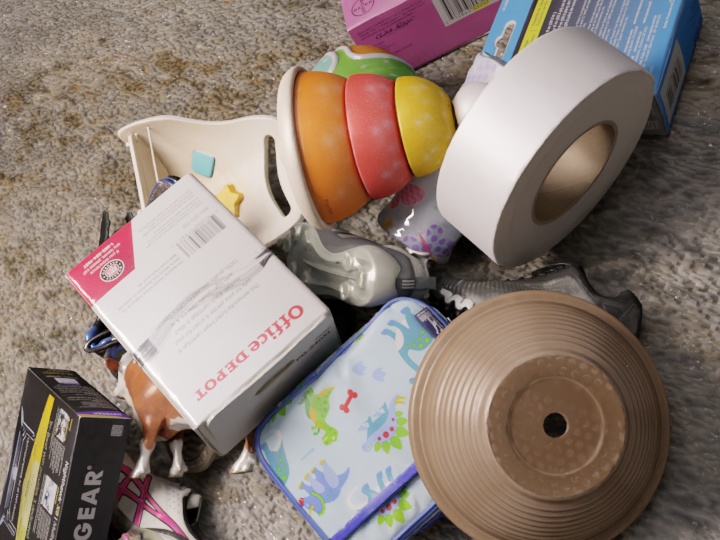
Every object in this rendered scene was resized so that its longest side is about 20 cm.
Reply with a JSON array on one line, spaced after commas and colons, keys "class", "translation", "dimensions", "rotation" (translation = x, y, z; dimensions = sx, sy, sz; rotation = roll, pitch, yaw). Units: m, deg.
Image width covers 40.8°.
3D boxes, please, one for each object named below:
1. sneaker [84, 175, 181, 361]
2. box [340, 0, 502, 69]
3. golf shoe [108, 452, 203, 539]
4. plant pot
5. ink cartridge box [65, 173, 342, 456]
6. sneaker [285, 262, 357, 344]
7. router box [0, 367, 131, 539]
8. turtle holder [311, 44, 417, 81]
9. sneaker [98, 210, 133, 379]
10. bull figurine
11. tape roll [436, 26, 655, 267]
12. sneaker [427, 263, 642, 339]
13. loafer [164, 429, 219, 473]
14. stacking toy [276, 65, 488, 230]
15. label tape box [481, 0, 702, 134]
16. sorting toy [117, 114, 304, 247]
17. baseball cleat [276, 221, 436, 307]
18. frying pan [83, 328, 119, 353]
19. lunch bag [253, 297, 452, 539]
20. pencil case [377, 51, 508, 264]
[{"class": "sneaker", "translation": [-0.211, 0.004, 0.950], "dimensions": [0.075, 0.078, 0.202], "rotation": [20, 96, 30]}, {"class": "box", "translation": [0.067, -0.347, 1.123], "dimensions": [0.174, 0.097, 0.202], "rotation": [-23, 50, 16]}, {"class": "golf shoe", "translation": [-0.198, 0.233, 0.922], "dimensions": [0.091, 0.073, 0.200], "rotation": [-20, 38, -23]}, {"class": "plant pot", "translation": [0.134, 0.112, 0.708], "dimensions": [0.198, 0.093, 0.204], "rotation": [0, 83, 2]}, {"class": "ink cartridge box", "translation": [-0.133, 0.036, 0.837], "dimensions": [0.145, 0.084, 0.200], "rotation": [-40, 64, -13]}, {"class": "sneaker", "translation": [-0.042, 0.069, 0.932], "dimensions": [0.104, 0.060, 0.200], "rotation": [-43, 44, 5]}, {"class": "router box", "translation": [-0.287, 0.210, 0.915], "dimensions": [0.157, 0.052, 0.202], "rotation": [20, 98, 53]}, {"class": "turtle holder", "translation": [-0.004, -0.149, 1.021], "dimensions": [0.139, 0.187, 0.132], "rotation": [-14, 45, -19]}, {"class": "sneaker", "translation": [-0.266, 0.026, 1.086], "dimensions": [0.104, 0.059, 0.202], "rotation": [161, 107, -64]}, {"class": "bull figurine", "translation": [-0.159, 0.128, 0.894], "dimensions": [0.198, 0.065, 0.123], "rotation": [-9, 75, 26]}, {"class": "tape roll", "translation": [0.159, -0.102, 0.824], "dimensions": [0.202, 0.203, 0.071], "rotation": [-46, 63, -4]}, {"class": "sneaker", "translation": [0.155, 0.031, 0.838], "dimensions": [0.199, 0.067, 0.091], "rotation": [18, 66, 35]}, {"class": "loafer", "translation": [-0.141, 0.102, 0.968], "dimensions": [0.075, 0.068, 0.202], "rotation": [5, 78, 27]}, {"class": "stacking toy", "translation": [0.035, -0.122, 0.848], "dimensions": [0.198, 0.147, 0.147], "rotation": [-9, 54, 11]}, {"class": "label tape box", "translation": [0.220, -0.211, 0.960], "dimensions": [0.198, 0.066, 0.144], "rotation": [6, 63, 37]}, {"class": "sorting toy", "translation": [-0.147, -0.078, 1.036], "dimensions": [0.178, 0.107, 0.202], "rotation": [-19, 76, 23]}, {"class": "baseball cleat", "translation": [0.000, 0.000, 0.894], "dimensions": [0.200, 0.105, 0.071], "rotation": [29, 111, 60]}, {"class": "frying pan", "translation": [-0.167, 0.016, 0.922], "dimensions": [0.188, 0.031, 0.116], "rotation": [-1, 80, -18]}, {"class": "lunch bag", "translation": [0.026, 0.135, 0.806], "dimensions": [0.200, 0.082, 0.161], "rotation": [-40, 75, 2]}, {"class": "pencil case", "translation": [0.096, -0.105, 0.911], "dimensions": [0.201, 0.083, 0.091], "rotation": [-58, 19, 13]}]
